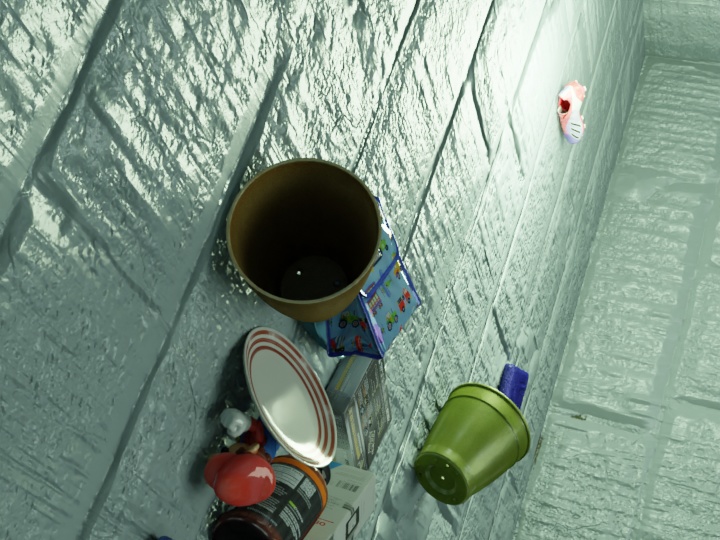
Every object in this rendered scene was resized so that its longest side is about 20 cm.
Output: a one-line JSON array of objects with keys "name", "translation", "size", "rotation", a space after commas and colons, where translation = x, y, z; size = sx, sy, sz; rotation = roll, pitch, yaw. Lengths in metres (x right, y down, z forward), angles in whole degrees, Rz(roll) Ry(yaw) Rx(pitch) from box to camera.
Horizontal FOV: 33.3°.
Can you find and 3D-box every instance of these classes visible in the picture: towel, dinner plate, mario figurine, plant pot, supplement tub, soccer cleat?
[{"name": "towel", "translation": [0.372, 0.338, 3.011], "size": [0.148, 0.049, 0.202], "rotation": [29, 73, -70]}, {"name": "dinner plate", "translation": [-0.096, 0.167, 1.571], "size": [0.200, 0.024, 0.201], "rotation": [47, 25, -30]}, {"name": "mario figurine", "translation": [-0.153, 0.225, 1.544], "size": [0.124, 0.105, 0.200], "rotation": [56, 23, -12]}, {"name": "plant pot", "translation": [-0.063, -0.011, 1.509], "size": [0.200, 0.185, 0.188], "rotation": [84, 23, -67]}, {"name": "supplement tub", "translation": [-0.111, 0.321, 1.624], "size": [0.200, 0.106, 0.108], "rotation": [-45, 142, -56]}, {"name": "plant pot", "translation": [0.209, 0.362, 2.422], "size": [0.193, 0.199, 0.202], "rotation": [-40, 139, -41]}, {"name": "soccer cleat", "translation": [0.525, -0.391, 3.042], "size": [0.076, 0.067, 0.201], "rotation": [-33, 146, -20]}]

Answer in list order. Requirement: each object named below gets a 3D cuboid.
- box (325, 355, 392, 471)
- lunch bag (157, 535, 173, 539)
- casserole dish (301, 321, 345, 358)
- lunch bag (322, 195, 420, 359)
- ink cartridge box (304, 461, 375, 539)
[{"name": "box", "translation": [-0.006, 0.230, 1.939], "size": [0.201, 0.048, 0.159], "rotation": [80, 29, -44]}, {"name": "lunch bag", "translation": [-0.215, 0.419, 1.429], "size": [0.201, 0.082, 0.162], "rotation": [73, 35, -52]}, {"name": "casserole dish", "translation": [-0.044, 0.052, 1.759], "size": [0.200, 0.038, 0.122], "rotation": [57, 48, -63]}, {"name": "lunch bag", "translation": [0.000, 0.000, 1.705], "size": [0.151, 0.093, 0.202], "rotation": [-51, 134, -50]}, {"name": "ink cartridge box", "translation": [-0.067, 0.360, 1.749], "size": [0.200, 0.115, 0.067], "rotation": [-45, 142, -56]}]
